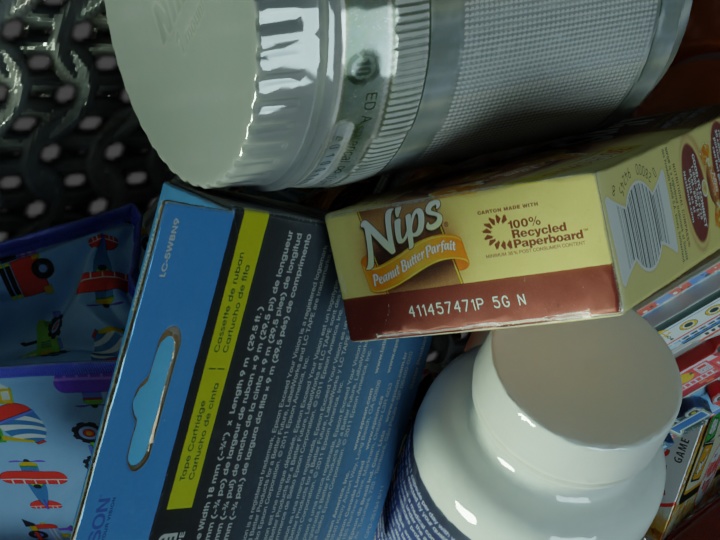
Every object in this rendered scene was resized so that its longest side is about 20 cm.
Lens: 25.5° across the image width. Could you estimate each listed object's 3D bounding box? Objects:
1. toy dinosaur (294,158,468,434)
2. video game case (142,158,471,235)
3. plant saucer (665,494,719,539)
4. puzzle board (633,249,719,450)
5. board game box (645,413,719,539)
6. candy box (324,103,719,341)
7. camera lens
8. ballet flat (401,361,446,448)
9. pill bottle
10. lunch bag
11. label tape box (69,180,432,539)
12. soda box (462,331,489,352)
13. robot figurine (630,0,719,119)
[{"bbox_3d":[0.000,0.000,0.773,0.199,0.102,0.137,4,114,-14],"label":"toy dinosaur"},{"bbox_3d":[-0.015,-0.021,0.809,0.182,0.024,0.200,-49,140,15],"label":"video game case"},{"bbox_3d":[0.170,0.201,0.985,0.200,0.037,0.199,-45,165,29],"label":"plant saucer"},{"bbox_3d":[0.164,0.043,0.776,0.200,0.017,0.150,-34,147,24],"label":"puzzle board"},{"bbox_3d":[0.207,0.046,0.934,0.151,0.046,0.201,-6,115,-66],"label":"board game box"},{"bbox_3d":[0.087,-0.025,0.653,0.200,0.115,0.056,-23,104,-57],"label":"candy box"},{"bbox_3d":[0.017,-0.120,0.619,0.199,0.160,0.161,-14,137,-27],"label":"camera lens"},{"bbox_3d":[0.006,0.140,0.921,0.075,0.064,0.201,18,101,-32],"label":"ballet flat"},{"bbox_3d":[0.068,0.101,0.706,0.110,0.111,0.201,-14,145,-27],"label":"pill bottle"},{"bbox_3d":[-0.178,0.071,0.721,0.199,0.094,0.151,-11,139,-3],"label":"lunch bag"},{"bbox_3d":[-0.053,0.042,0.630,0.200,0.063,0.145,9,99,-57],"label":"label tape box"},{"bbox_3d":[0.103,0.042,0.860,0.068,0.063,0.201,12,105,-51],"label":"soda box"},{"bbox_3d":[0.202,-0.093,0.794,0.144,0.116,0.201,41,57,-18],"label":"robot figurine"}]
